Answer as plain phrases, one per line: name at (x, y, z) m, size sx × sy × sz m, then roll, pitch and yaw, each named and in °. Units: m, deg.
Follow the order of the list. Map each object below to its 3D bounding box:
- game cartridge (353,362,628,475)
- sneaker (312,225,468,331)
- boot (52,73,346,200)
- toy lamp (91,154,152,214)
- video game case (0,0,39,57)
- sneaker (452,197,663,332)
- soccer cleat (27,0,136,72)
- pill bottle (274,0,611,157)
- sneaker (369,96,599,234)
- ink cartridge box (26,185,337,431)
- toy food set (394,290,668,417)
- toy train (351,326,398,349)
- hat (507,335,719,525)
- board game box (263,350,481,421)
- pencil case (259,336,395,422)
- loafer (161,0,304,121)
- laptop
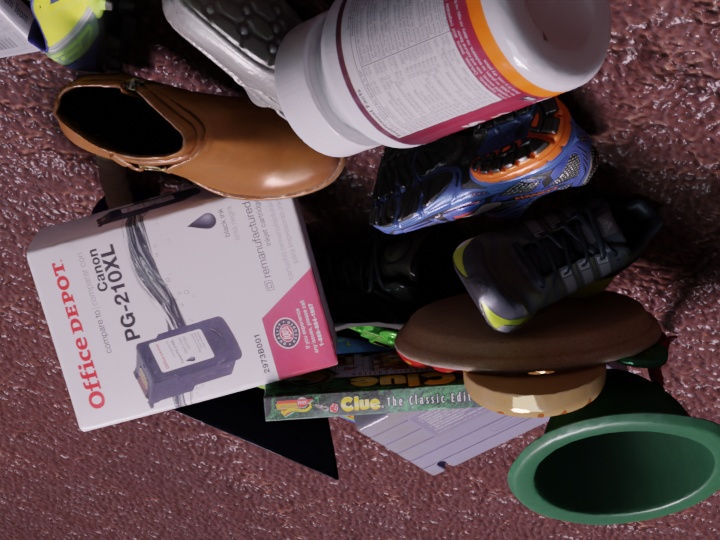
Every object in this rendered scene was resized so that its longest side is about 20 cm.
game cartridge at (0.106, 0.099, 1.633) m, size 0.199 × 0.039 × 0.130 m, roll -28°, pitch 140°, yaw 22°
sneaker at (0.000, 0.000, 1.530) m, size 0.198 × 0.077 × 0.114 m, roll 5°, pitch 150°, yaw 8°
boot at (-0.107, -0.094, 1.327) m, size 0.199 × 0.077 × 0.155 m, roll 17°, pitch -178°, yaw -1°
toy lamp at (-0.185, -0.066, 1.503) m, size 0.058 × 0.059 × 0.200 m, roll 10°, pitch 153°, yaw 6°
video game case at (-0.343, -0.198, 1.362) m, size 0.199 × 0.024 × 0.182 m, roll -4°, pitch 147°, yaw 31°
sneaker at (0.137, -0.016, 1.379) m, size 0.081 × 0.074 × 0.200 m, roll -38°, pitch 170°, yaw 37°
soccer cleat at (-0.190, -0.193, 1.261) m, size 0.083 × 0.065 × 0.200 m, roll 14°, pitch 153°, yaw 4°
pill bottle at (0.046, -0.138, 1.211) m, size 0.109 × 0.110 × 0.199 m, roll 33°, pitch 147°, yaw -33°
sneaker at (0.082, -0.060, 1.383) m, size 0.078 × 0.076 × 0.199 m, roll 30°, pitch 150°, yaw -36°
ink cartridge box at (-0.130, 0.019, 1.461) m, size 0.199 × 0.146 × 0.084 m, roll -15°, pitch -168°, yaw 2°
toy food set at (0.124, 0.052, 1.426) m, size 0.197 × 0.049 × 0.199 m, roll -14°, pitch -165°, yaw -40°
toy train at (0.015, 0.040, 1.636) m, size 0.199 × 0.042 × 0.056 m, roll 21°, pitch 162°, yaw -15°
hat at (0.183, 0.077, 1.458) m, size 0.164 × 0.177 × 0.200 m, roll 0°, pitch 149°, yaw -5°
board game box at (0.028, 0.082, 1.482) m, size 0.198 × 0.024 × 0.105 m, roll -4°, pitch -164°, yaw -1°
pencil case at (-0.042, 0.077, 1.681) m, size 0.199 × 0.079 × 0.087 m, roll 20°, pitch 176°, yaw -14°
loafer at (-0.057, -0.134, 1.305) m, size 0.200 × 0.070 × 0.070 m, roll 31°, pitch 141°, yaw -34°
laptop at (-0.134, 0.125, 1.774) m, size 0.186 × 0.117 × 0.200 m, roll 26°, pitch 150°, yaw -22°
